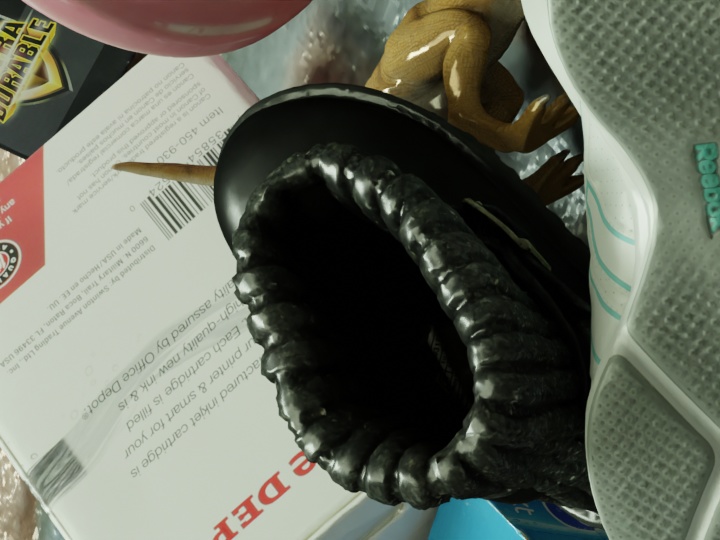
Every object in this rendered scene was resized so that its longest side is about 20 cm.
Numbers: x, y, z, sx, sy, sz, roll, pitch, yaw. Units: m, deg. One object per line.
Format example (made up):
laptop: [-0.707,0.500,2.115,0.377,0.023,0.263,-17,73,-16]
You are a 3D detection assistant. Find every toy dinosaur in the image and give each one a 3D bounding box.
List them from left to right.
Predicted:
toy dinosaur: [0.025,-0.064,0.909,0.200,0.060,0.106,-46,61,14]

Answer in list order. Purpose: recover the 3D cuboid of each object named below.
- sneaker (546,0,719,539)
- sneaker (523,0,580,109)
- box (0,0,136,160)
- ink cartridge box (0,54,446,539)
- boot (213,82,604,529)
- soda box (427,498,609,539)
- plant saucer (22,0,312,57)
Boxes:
sneaker: [0.092,-0.009,0.709,0.070,0.080,0.200,-4,101,11]
sneaker: [0.128,-0.048,0.765,0.118,0.074,0.200,-52,59,40]
box: [-0.164,-0.149,1.049,0.200,0.198,0.050,-53,18,44]
ink cartridge box: [-0.048,0.036,0.960,0.147,0.083,0.200,-40,56,1]
boot: [0.002,-0.002,0.788,0.211,0.158,0.079,34,101,33]
soda box: [0.047,0.159,0.934,0.068,0.064,0.200,44,130,38]
plant saucer: [-0.074,-0.170,0.913,0.051,0.201,0.201,-30,74,42]
